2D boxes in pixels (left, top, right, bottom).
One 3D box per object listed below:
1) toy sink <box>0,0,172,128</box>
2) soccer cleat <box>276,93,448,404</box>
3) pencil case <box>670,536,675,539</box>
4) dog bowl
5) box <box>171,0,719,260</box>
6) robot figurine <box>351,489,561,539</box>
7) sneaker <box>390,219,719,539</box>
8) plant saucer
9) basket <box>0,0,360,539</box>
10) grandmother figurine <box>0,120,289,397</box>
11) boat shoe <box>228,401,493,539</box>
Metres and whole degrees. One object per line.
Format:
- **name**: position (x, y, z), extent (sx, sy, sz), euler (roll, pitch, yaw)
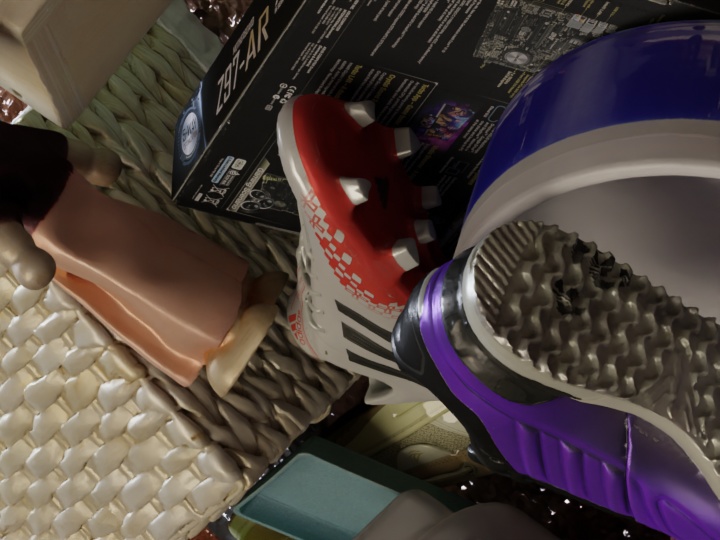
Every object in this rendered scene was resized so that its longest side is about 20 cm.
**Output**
- **toy sink**: position (-0.114, -0.181, 1.145), extent (0.130, 0.200, 0.112), euler (34, 168, 15)
- **soccer cleat**: position (0.000, 0.000, 1.129), extent (0.085, 0.069, 0.200), euler (-12, 147, 21)
- **pencil case**: position (0.226, 0.127, 1.156), extent (0.200, 0.083, 0.087), euler (4, 159, 37)
- **dog bowl**: position (0.137, 0.002, 1.078), extent (0.200, 0.079, 0.200), euler (10, 140, 9)
- **box**: position (0.035, -0.076, 1.112), extent (0.160, 0.044, 0.200), euler (14, 144, -19)
- **robot figurine**: position (0.074, 0.175, 1.195), extent (0.200, 0.113, 0.170), euler (34, 160, 32)
- **sneaker**: position (0.095, 0.057, 1.049), extent (0.200, 0.070, 0.100), euler (36, 144, -19)
- **plant saucer**: position (0.045, 0.126, 1.290), extent (0.200, 0.019, 0.070), euler (24, 142, -20)
- **basket**: position (-0.112, 0.019, 1.292), extent (0.198, 0.161, 0.200), euler (48, 141, -4)
- **grandmother figurine**: position (-0.127, -0.023, 1.141), extent (0.200, 0.121, 0.061), euler (32, 103, -7)
- **boat shoe**: position (0.011, 0.094, 1.319), extent (0.063, 0.073, 0.201), euler (52, 132, -1)
